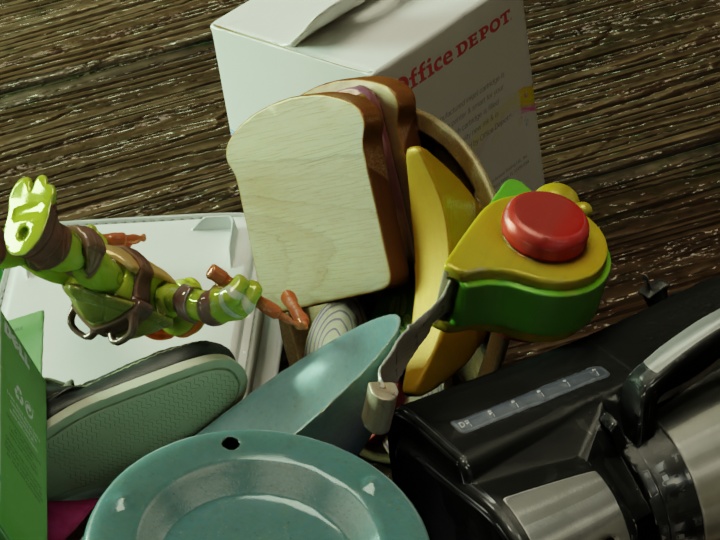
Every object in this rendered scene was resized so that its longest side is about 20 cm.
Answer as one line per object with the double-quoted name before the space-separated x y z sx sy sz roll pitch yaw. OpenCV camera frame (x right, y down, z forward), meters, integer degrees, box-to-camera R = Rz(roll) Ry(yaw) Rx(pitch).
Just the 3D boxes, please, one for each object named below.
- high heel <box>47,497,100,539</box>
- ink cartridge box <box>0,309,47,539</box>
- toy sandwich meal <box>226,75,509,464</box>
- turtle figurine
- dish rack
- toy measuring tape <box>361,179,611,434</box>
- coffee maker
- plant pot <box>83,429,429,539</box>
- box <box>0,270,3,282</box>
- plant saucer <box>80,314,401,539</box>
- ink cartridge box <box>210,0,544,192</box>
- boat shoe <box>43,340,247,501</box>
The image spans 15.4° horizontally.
"high heel" -0.138 0.165 1.254 0.096 0.068 0.200 -28 32 -9
"ink cartridge box" -0.208 0.081 1.275 0.104 0.059 0.200 -18 41 9
"toy sandwich meal" 0.000 0.000 1.363 0.070 0.206 0.205 -1 21 -40
"turtle figurine" -0.134 0.002 1.347 0.200 0.161 0.065 19 85 47
"dish rack" -0.129 0.039 1.440 0.171 0.044 0.200 -2 47 10
"toy measuring tape" 0.068 0.019 1.232 0.073 0.074 0.200 6 35 24
"coffee maker" 0.118 0.094 1.273 0.200 0.135 0.192 -20 9 -19
"plant pot" -0.044 0.174 1.063 0.200 0.188 0.200 4 39 -3
"box" -0.296 0.035 1.531 0.200 0.048 0.117 -16 33 -14
"plant saucer" -0.051 0.095 1.246 0.201 0.039 0.201 -37 7 5
"ink cartridge box" 0.013 -0.087 1.494 0.125 0.200 0.128 19 41 38
"boat shoe" -0.155 0.078 1.345 0.200 0.072 0.068 -24 51 0
